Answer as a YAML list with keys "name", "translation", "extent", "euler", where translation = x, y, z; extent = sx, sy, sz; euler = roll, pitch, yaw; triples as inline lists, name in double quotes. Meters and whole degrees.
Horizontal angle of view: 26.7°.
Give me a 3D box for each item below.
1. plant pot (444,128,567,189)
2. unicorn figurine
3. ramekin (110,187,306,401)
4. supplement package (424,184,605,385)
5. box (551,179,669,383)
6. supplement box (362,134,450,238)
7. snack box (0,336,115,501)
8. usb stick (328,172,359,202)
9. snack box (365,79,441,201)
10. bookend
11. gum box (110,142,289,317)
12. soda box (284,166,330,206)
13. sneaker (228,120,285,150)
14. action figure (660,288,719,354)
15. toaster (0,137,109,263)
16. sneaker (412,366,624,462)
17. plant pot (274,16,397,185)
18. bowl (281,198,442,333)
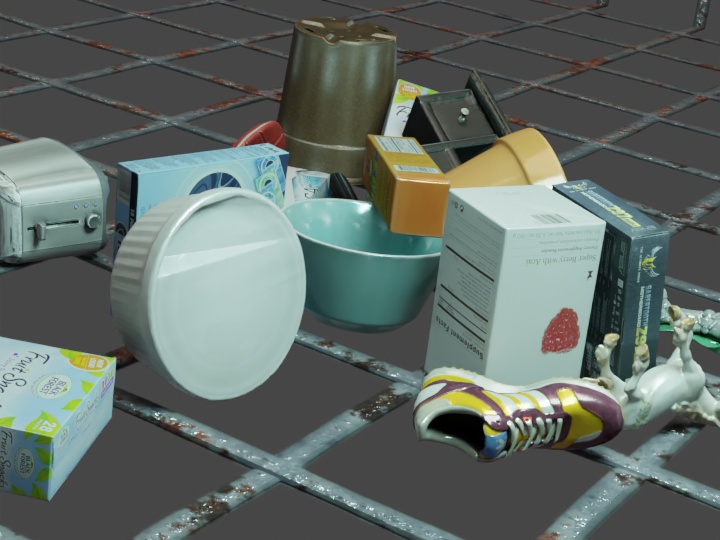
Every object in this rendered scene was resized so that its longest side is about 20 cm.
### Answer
- name: "plant pot"
  translation: [0.157, -0.052, 1.772]
  extent: [0.138, 0.203, 0.200]
  euler: [-14, 26, -10]
- name: "unicorn figurine"
  translation: [0.306, 0.112, 1.498]
  extent: [0.197, 0.139, 0.074]
  euler: [-14, 26, -6]
- name: "ramekin"
  translation: [-0.154, 0.018, 1.478]
  extent: [0.201, 0.205, 0.094]
  euler: [-14, 17, -43]
- name: "supplement package"
  translation: [0.153, 0.029, 1.524]
  extent: [0.120, 0.203, 0.120]
  euler: [-4, 23, -27]
- name: "box"
  translation: [0.247, 0.027, 1.562]
  extent: [0.050, 0.203, 0.158]
  euler: [-8, 24, -23]
- name: "supplement box"
  translation: [0.049, -0.098, 1.722]
  extent: [0.068, 0.067, 0.200]
  euler: [4, 17, -9]
- name: "snack box"
  translation: [-0.334, 0.118, 1.330]
  extent: [0.197, 0.069, 0.169]
  euler: [11, 21, 5]
- name: "usb stick"
  translation: [-0.008, -0.063, 1.891]
  extent: [0.032, 0.056, 0.200]
  euler: [-26, 30, 0]
- name: "snack box"
  translation: [0.094, -0.159, 2.051]
  extent: [0.140, 0.053, 0.201]
  euler: [19, 46, -4]
- name: "bookend"
  translation: [0.095, -0.144, 1.939]
  extent: [0.196, 0.093, 0.201]
  euler: [-9, 55, -25]
- name: "gum box"
  translation: [-0.173, -0.041, 1.642]
  extent: [0.198, 0.172, 0.044]
  euler: [-12, 27, -39]
- name: "soda box"
  translation: [-0.098, -0.063, 1.855]
  extent: [0.067, 0.064, 0.200]
  euler: [11, 26, 12]
- name: "sneaker"
  translation: [-0.188, -0.124, 1.899]
  extent: [0.114, 0.079, 0.200]
  euler: [16, 50, 34]
- name: "action figure"
  translation: [0.429, 0.071, 1.720]
  extent: [0.198, 0.055, 0.118]
  euler: [17, 20, 13]
- name: "toaster"
  translation: [-0.387, -0.084, 1.763]
  extent: [0.128, 0.115, 0.199]
  euler: [-13, 30, -36]
- name: "sneaker"
  translation: [0.147, 0.147, 1.421]
  extent: [0.197, 0.076, 0.090]
  euler: [4, 29, 9]
- name: "plant pot"
  translation: [-0.032, -0.249, 2.176]
  extent: [0.197, 0.201, 0.201]
  euler: [5, 21, -2]
- name: "bowl"
  translation: [0.000, 0.000, 1.672]
  extent: [0.198, 0.106, 0.201]
  euler: [10, 18, -3]
